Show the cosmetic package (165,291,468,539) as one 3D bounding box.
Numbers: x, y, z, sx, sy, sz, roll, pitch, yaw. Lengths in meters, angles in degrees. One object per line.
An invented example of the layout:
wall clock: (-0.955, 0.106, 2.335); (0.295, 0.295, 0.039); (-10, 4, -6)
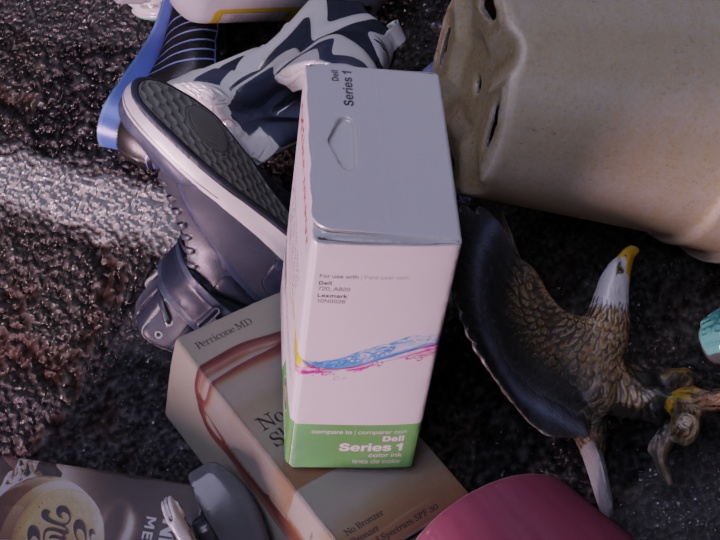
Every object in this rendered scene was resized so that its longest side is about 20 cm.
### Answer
cosmetic package: (-0.031, 0.120, 0.950); (0.103, 0.088, 0.200); (-26, 58, -31)

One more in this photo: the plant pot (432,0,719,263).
plant pot: (0.148, -0.109, 0.897); (0.182, 0.201, 0.202); (3, 66, -17)

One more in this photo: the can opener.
can opener: (-0.064, 0.219, 0.911); (0.066, 0.053, 0.201); (-28, 96, -3)

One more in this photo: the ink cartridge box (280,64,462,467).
ink cartridge box: (0.000, 0.000, 0.866); (0.083, 0.201, 0.146); (2, 46, -7)

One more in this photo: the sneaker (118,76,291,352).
sneaker: (-0.126, -0.026, 1.005); (0.146, 0.202, 0.077); (-34, 30, 22)

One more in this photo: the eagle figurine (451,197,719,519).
eagle figurine: (0.125, 0.042, 0.911); (0.199, 0.152, 0.152); (24, 51, 0)

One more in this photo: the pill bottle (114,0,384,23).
pill bottle: (-0.082, -0.239, 1.069); (0.198, 0.112, 0.113); (-5, 64, -18)

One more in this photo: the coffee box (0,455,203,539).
coffee box: (-0.188, 0.196, 0.998); (0.198, 0.080, 0.114); (4, 72, 20)

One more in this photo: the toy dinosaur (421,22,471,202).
toy dinosaur: (0.058, -0.072, 1.037); (0.105, 0.200, 0.182); (30, 115, 9)

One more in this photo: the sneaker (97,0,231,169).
sneaker: (-0.126, -0.167, 1.131); (0.077, 0.070, 0.201); (23, 77, 9)

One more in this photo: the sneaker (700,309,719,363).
sneaker: (0.284, 0.057, 0.843); (0.198, 0.077, 0.092); (2, 79, -26)

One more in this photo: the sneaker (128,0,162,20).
sneaker: (-0.162, -0.309, 1.179); (0.077, 0.091, 0.202); (-3, 69, 16)

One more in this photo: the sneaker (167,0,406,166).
sneaker: (-0.051, -0.141, 1.045); (0.198, 0.080, 0.130); (-15, 23, 41)

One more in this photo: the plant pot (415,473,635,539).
plant pot: (0.115, 0.224, 0.834); (0.199, 0.200, 0.179); (-37, 46, 2)
